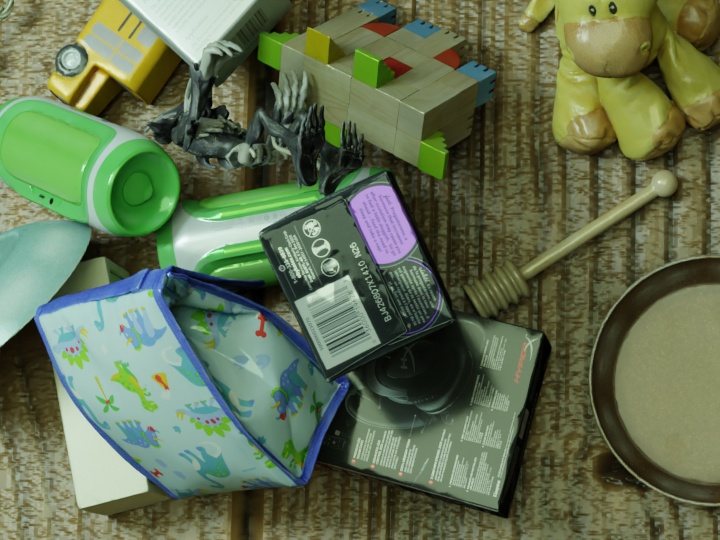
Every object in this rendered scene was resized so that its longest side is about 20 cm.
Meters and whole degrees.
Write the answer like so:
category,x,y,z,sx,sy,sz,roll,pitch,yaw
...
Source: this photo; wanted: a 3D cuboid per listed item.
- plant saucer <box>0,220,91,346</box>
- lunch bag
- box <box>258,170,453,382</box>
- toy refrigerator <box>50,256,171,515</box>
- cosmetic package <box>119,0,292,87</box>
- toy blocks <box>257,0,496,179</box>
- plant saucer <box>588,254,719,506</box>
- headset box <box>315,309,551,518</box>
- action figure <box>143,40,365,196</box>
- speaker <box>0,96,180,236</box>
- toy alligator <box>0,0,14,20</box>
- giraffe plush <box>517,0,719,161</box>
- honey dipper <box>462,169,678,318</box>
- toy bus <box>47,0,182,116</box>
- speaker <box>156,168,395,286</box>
category,x,y,z,sx,sy,sz,roll,pitch,yaw
plant saucer,-0.310,0.017,1.643,0.201,0.201,0.039,-41,110,1
lunch bag,-0.138,0.076,1.545,0.169,0.200,0.128,-15,43,45
box,0.000,0.000,1.490,0.105,0.200,0.123,-25,91,3
toy refrigerator,-0.212,0.097,1.665,0.069,0.076,0.202,-15,76,7
cosmetic package,-0.164,-0.259,1.662,0.200,0.074,0.102,44,88,15
toy blocks,0.032,-0.161,1.649,0.199,0.101,0.136,29,40,29
plant saucer,0.284,0.089,1.594,0.198,0.034,0.203,-2,78,11
headset box,0.041,0.103,1.615,0.198,0.077,0.150,13,81,14
action figure,-0.088,-0.125,1.588,0.199,0.118,0.103,19,96,39
speaker,-0.236,-0.089,1.658,0.199,0.088,0.089,23,83,46
toy alligator,-0.372,-0.168,1.761,0.054,0.059,0.201,25,83,55
giraffe plush,0.209,-0.201,1.598,0.171,0.162,0.202,-26,76,5
honey dipper,0.177,-0.022,1.637,0.199,0.038,0.038,-31,75,0
toy bus,-0.186,-0.217,1.728,0.078,0.065,0.201,34,86,13
speaker,-0.065,-0.030,1.648,0.198,0.088,0.089,-10,77,9
